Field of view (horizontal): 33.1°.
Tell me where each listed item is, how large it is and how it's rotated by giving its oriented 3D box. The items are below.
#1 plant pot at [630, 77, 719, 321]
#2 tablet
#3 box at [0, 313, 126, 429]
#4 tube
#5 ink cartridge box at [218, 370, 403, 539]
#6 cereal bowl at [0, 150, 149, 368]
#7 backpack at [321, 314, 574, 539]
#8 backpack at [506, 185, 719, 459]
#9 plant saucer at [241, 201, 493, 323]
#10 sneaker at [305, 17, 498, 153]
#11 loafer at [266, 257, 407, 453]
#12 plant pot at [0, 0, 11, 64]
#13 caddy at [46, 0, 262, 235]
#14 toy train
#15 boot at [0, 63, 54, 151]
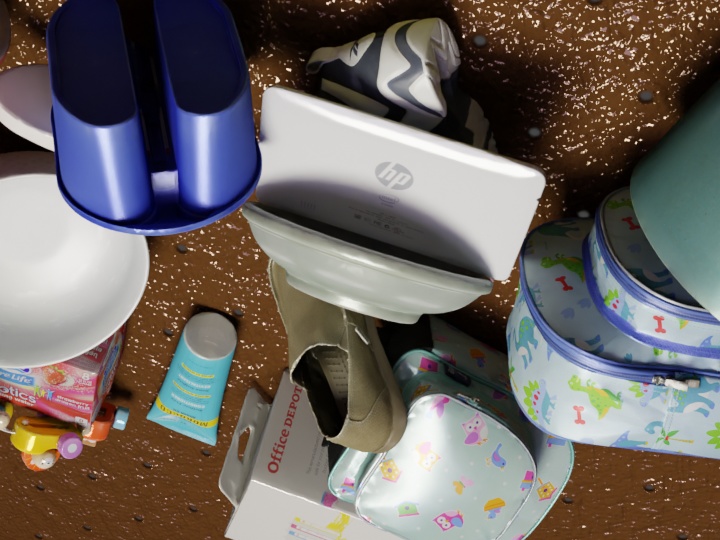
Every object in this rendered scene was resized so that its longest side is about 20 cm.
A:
[{"bbox_3d":[0.295,-0.063,0.745,0.199,0.202,0.162,26,127,-10],"label":"plant pot"},{"bbox_3d":[0.022,-0.058,0.848,0.197,0.014,0.131,17,146,3],"label":"tablet"},{"bbox_3d":[-0.326,0.057,1.138,0.197,0.096,0.100,19,140,-2],"label":"box"},{"bbox_3d":[-0.163,0.113,1.189,0.077,0.051,0.201,26,143,1],"label":"tube"},{"bbox_3d":[-0.036,0.203,1.177,0.198,0.130,0.126,21,139,-4],"label":"ink cartridge box"},{"bbox_3d":[-0.282,-0.019,1.026,0.197,0.084,0.202,-11,129,-14],"label":"cereal bowl"},{"bbox_3d":[0.087,0.154,1.057,0.198,0.154,0.177,22,110,-19],"label":"backpack"},{"bbox_3d":[0.207,0.030,0.859,0.197,0.184,0.148,2,128,-2],"label":"backpack"},{"bbox_3d":[0.000,0.000,0.912,0.197,0.200,0.051,18,94,-1],"label":"plant saucer"},{"bbox_3d":[0.022,-0.090,0.886,0.128,0.080,0.200,1,144,27],"label":"sneaker"},{"bbox_3d":[-0.027,0.054,0.983,0.076,0.202,0.067,-41,155,31],"label":"loafer"},{"bbox_3d":[-0.358,-0.150,0.869,0.200,0.202,0.177,38,126,-23],"label":"plant pot"},{"bbox_3d":[-0.142,-0.107,0.830,0.139,0.201,0.106,-7,134,-12],"label":"caddy"},{"bbox_3d":[-0.329,0.149,1.185,0.197,0.150,0.056,16,101,-14],"label":"toy train"},{"bbox_3d":[-0.190,-0.090,0.932,0.197,0.074,0.090,14,144,-20],"label":"boot"}]
